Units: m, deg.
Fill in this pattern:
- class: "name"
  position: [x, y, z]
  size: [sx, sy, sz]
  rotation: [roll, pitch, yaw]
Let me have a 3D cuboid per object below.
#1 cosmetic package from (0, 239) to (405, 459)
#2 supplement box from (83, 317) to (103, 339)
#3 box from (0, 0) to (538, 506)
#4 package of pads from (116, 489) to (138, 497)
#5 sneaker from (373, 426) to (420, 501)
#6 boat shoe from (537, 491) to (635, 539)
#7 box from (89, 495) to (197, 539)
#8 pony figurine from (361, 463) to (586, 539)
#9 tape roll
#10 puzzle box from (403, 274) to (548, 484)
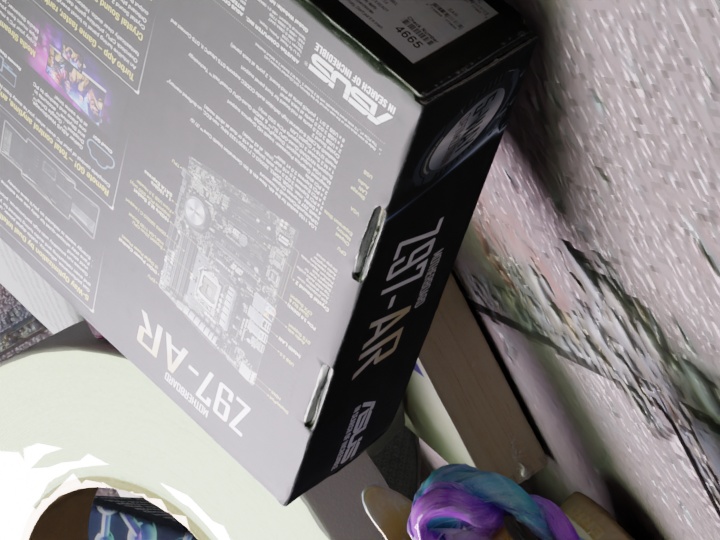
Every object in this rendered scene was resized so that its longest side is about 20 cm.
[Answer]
- class: "cosmetic package"
  position: [-0.078, -0.001, 0.917]
  size: [0.200, 0.071, 0.101]
  rotation: [43, 166, 15]
- class: "supplement box"
  position: [-0.080, -0.090, 0.783]
  size: [0.200, 0.086, 0.110]
  rotation: [60, 150, -4]
- class: "box"
  position: [-0.058, -0.057, 0.666]
  size: [0.200, 0.044, 0.160]
  rotation: [41, 141, 21]
- class: "package of pads"
  position: [-0.021, 0.143, 1.200]
  size: [0.200, 0.068, 0.154]
  rotation: [56, -156, 19]
- class: "sneaker"
  position: [-0.024, 0.037, 1.103]
  size: [0.200, 0.070, 0.080]
  rotation: [64, -179, 22]
- class: "boat shoe"
  position: [0.081, 0.151, 0.846]
  size: [0.072, 0.065, 0.200]
  rotation: [51, 169, 39]
- class: "box"
  position: [-0.029, 0.177, 0.969]
  size: [0.200, 0.107, 0.148]
  rotation: [10, 90, 45]
- class: "pony figurine"
  position: [0.077, 0.135, 0.617]
  size: [0.200, 0.167, 0.193]
  rotation: [45, -179, -6]
- class: "tape roll"
  position: [-0.064, 0.113, 0.856]
  size: [0.203, 0.037, 0.203]
  rotation: [16, 118, 32]
- class: "puzzle box"
  position: [0.000, 0.000, 0.939]
  size: [0.133, 0.025, 0.200]
  rotation: [63, 171, -18]
